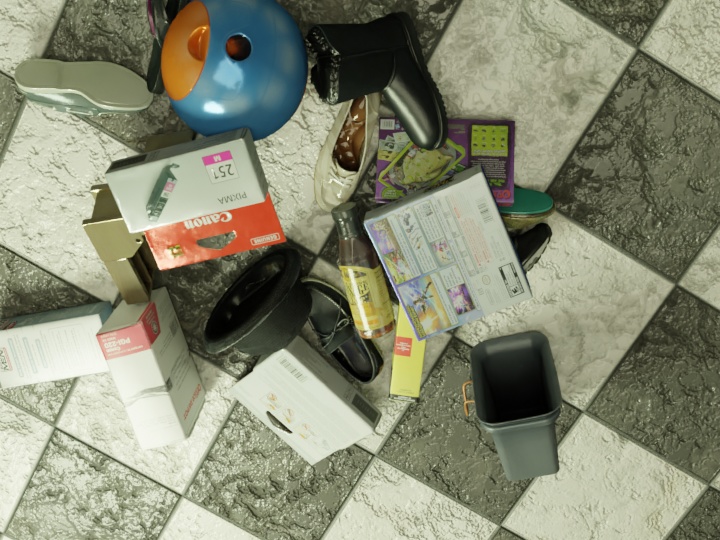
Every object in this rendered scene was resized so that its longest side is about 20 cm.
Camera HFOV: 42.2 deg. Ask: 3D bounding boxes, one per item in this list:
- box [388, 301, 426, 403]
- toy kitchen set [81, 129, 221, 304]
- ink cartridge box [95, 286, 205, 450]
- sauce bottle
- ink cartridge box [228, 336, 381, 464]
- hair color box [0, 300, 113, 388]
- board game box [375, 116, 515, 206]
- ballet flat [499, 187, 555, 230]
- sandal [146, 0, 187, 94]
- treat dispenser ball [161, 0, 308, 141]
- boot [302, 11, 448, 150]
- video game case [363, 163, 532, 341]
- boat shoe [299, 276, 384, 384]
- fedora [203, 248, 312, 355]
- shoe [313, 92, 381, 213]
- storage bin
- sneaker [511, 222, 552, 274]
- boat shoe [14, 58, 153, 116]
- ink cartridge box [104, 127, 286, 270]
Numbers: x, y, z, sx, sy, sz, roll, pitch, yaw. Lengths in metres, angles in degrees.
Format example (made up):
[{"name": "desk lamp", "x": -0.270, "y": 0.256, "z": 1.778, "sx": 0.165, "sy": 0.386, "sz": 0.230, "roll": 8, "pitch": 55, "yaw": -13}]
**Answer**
[{"name": "box", "x": 0.077, "y": 0.095, "z": 1.430, "sx": 0.049, "sy": 0.075, "sz": 0.204, "roll": 7, "pitch": 111, "yaw": 2}, {"name": "toy kitchen set", "x": -0.277, "y": -0.082, "z": 1.391, "sx": 0.196, "sy": 0.165, "sz": 0.182, "roll": -7, "pitch": 138, "yaw": 7}, {"name": "ink cartridge box", "x": -0.319, "y": 0.151, "z": 1.443, "sx": 0.083, "sy": 0.146, "sz": 0.203, "roll": -16, "pitch": 108, "yaw": 9}, {"name": "sauce bottle", "x": 0.000, "y": 0.000, "z": 1.389, "sx": 0.065, "sy": 0.066, "sz": 0.204, "roll": -14, "pitch": 107, "yaw": 10}, {"name": "ink cartridge box", "x": -0.091, "y": 0.209, "z": 1.492, "sx": 0.200, "sy": 0.044, "sz": 0.173, "roll": 43, "pitch": 134, "yaw": -12}, {"name": "hair color box", "x": -0.487, "y": 0.119, "z": 1.492, "sx": 0.196, "sy": 0.061, "sz": 0.101, "roll": -10, "pitch": 109, "yaw": 7}, {"name": "board game box", "x": 0.121, "y": -0.155, "z": 1.330, "sx": 0.195, "sy": 0.032, "sz": 0.123, "roll": 3, "pitch": 76, "yaw": 4}, {"name": "ballet flat", "x": 0.184, "y": -0.084, "z": 1.366, "sx": 0.195, "sy": 0.071, "sz": 0.072, "roll": 3, "pitch": 111, "yaw": 3}, {"name": "sandal", "x": -0.275, "y": -0.344, "z": 1.293, "sx": 0.047, "sy": 0.075, "sz": 0.204, "roll": 6, "pitch": 114, "yaw": -29}, {"name": "treat dispenser ball", "x": -0.167, "y": -0.272, "z": 1.248, "sx": 0.196, "sy": 0.201, "sz": 0.205, "roll": 2, "pitch": 111, "yaw": 4}, {"name": "boot", "x": 0.018, "y": -0.241, "z": 1.253, "sx": 0.166, "sy": 0.076, "sz": 0.204, "roll": -22, "pitch": 95, "yaw": -33}, {"name": "video game case", "x": 0.124, "y": -0.022, "z": 1.316, "sx": 0.178, "sy": 0.046, "sz": 0.203, "roll": -21, "pitch": 110, "yaw": 12}, {"name": "boat shoe", "x": -0.034, "y": 0.094, "z": 1.445, "sx": 0.074, "sy": 0.062, "sz": 0.201, "roll": -33, "pitch": 103, "yaw": 17}, {"name": "fedora", "x": -0.140, "y": 0.065, "z": 1.388, "sx": 0.200, "sy": 0.202, "sz": 0.091, "roll": -40, "pitch": 114, "yaw": 17}, {"name": "shoe", "x": -0.023, "y": -0.175, "z": 1.350, "sx": 0.069, "sy": 0.054, "sz": 0.203, "roll": 18, "pitch": 110, "yaw": -2}, {"name": "storage bin", "x": 0.232, "y": 0.212, "z": 1.403, "sx": 0.143, "sy": 0.201, "sz": 0.136, "roll": -12, "pitch": 119, "yaw": 9}, {"name": "sneaker", "x": 0.191, "y": -0.013, "z": 1.383, "sx": 0.200, "sy": 0.076, "sz": 0.088, "roll": -43, "pitch": 96, "yaw": 17}, {"name": "boat shoe", "x": -0.398, "y": -0.260, "z": 1.358, "sx": 0.196, "sy": 0.074, "sz": 0.062, "roll": 8, "pitch": 154, "yaw": -5}, {"name": "ink cartridge box", "x": -0.216, "y": -0.083, "z": 1.242, "sx": 0.196, "sy": 0.044, "sz": 0.176, "roll": -12, "pitch": 119, "yaw": 10}]
